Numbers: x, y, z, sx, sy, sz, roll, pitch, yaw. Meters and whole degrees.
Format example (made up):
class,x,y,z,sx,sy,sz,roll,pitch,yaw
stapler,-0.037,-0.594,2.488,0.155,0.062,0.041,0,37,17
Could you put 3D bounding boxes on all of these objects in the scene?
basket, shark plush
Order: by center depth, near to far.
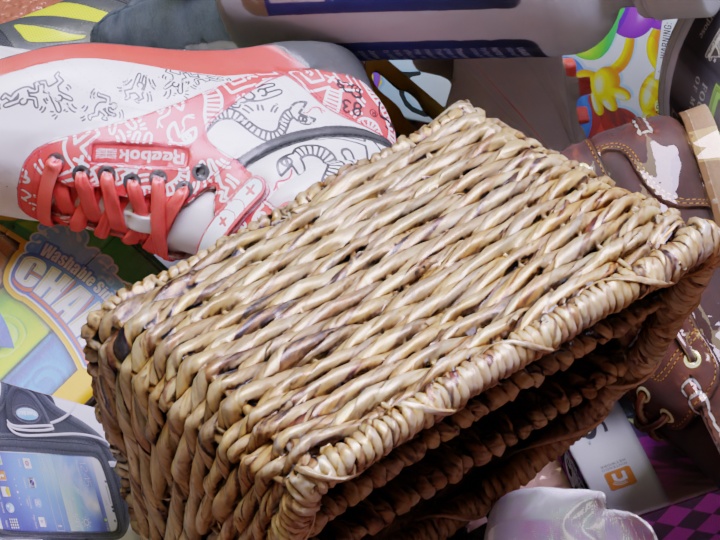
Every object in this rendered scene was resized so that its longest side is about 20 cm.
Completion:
class,x,y,z,sx,sy,sz,roll,pitch,yaw
basket,0.023,0.055,1.057,0.200,0.143,0.149,-30,39,-27
shark plush,-0.067,-0.122,1.344,0.091,0.083,0.200,-55,7,-19

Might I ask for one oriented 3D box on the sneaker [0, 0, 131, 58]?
class,x,y,z,sx,sy,sz,roll,pitch,yaw
sneaker,-0.155,-0.102,1.484,0.200,0.075,0.085,-6,32,-3

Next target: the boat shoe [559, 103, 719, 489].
class,x,y,z,sx,sy,sz,roll,pitch,yaw
boat shoe,0.132,0.034,1.138,0.070,0.070,0.200,-16,70,-2

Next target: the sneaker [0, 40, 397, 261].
class,x,y,z,sx,sy,sz,roll,pitch,yaw
sneaker,-0.075,-0.031,1.122,0.201,0.067,0.108,-7,48,-21

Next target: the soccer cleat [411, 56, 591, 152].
class,x,y,z,sx,sy,sz,roll,pitch,yaw
soccer cleat,0.070,-0.029,1.237,0.077,0.069,0.200,-9,53,-3

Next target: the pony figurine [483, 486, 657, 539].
class,x,y,z,sx,sy,sz,roll,pitch,yaw
pony figurine,0.045,0.159,1.040,0.200,0.167,0.193,-35,25,-23

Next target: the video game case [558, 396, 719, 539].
class,x,y,z,sx,sy,sz,roll,pitch,yaw
video game case,0.171,0.031,1.237,0.200,0.036,0.181,-18,40,-4

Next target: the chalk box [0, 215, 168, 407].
class,x,y,z,sx,sy,sz,roll,pitch,yaw
chalk box,-0.144,0.027,1.207,0.124,0.125,0.200,41,75,13

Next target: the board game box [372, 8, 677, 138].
class,x,y,z,sx,sy,sz,roll,pitch,yaw
board game box,0.093,-0.116,1.360,0.200,0.103,0.105,13,14,30

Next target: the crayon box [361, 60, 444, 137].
class,x,y,z,sx,sy,sz,roll,pitch,yaw
crayon box,0.000,0.000,1.233,0.052,0.126,0.200,-29,37,33

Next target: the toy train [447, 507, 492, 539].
class,x,y,z,sx,sy,sz,roll,pitch,yaw
toy train,0.007,0.148,1.148,0.200,0.034,0.046,-31,45,-19

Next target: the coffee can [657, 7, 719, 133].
class,x,y,z,sx,sy,sz,roll,pitch,yaw
coffee can,0.231,-0.042,1.163,0.146,0.146,0.200,-23,40,-11

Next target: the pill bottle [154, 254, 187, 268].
class,x,y,z,sx,sy,sz,roll,pitch,yaw
pill bottle,-0.119,-0.029,1.338,0.200,0.114,0.114,0,41,18

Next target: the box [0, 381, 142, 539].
class,x,y,z,sx,sy,sz,roll,pitch,yaw
box,-0.119,0.106,1.073,0.041,0.200,0.119,-28,58,31

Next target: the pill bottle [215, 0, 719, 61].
class,x,y,z,sx,sy,sz,roll,pitch,yaw
pill bottle,0.046,-0.142,1.180,0.200,0.111,0.111,0,41,19
